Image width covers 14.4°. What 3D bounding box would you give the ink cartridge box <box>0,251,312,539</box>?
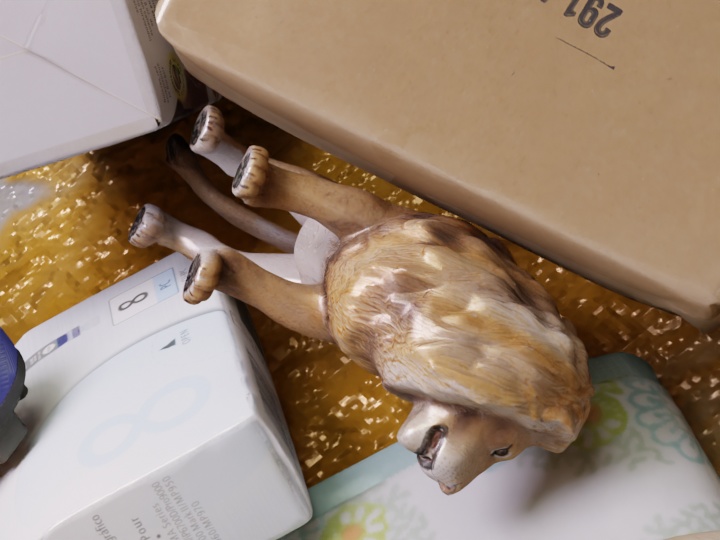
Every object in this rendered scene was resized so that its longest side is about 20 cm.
[{"bbox_3d":[-0.121,0.077,0.950,0.200,0.047,0.160,-27,23,1],"label":"ink cartridge box"}]

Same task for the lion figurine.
[{"bbox_3d":[0.000,0.000,0.919,0.073,0.122,0.200,-65,17,12],"label":"lion figurine"}]

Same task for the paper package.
[{"bbox_3d":[0.062,-0.107,0.891,0.200,0.103,0.191,25,89,2],"label":"paper package"}]

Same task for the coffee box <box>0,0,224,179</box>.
[{"bbox_3d":[-0.100,-0.087,1.024,0.113,0.080,0.200,-16,7,18],"label":"coffee box"}]

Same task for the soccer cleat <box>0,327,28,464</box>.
[{"bbox_3d":[-0.198,0.076,0.943,0.200,0.084,0.065,-42,23,11],"label":"soccer cleat"}]

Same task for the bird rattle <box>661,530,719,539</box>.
[{"bbox_3d":[0.110,0.138,0.749,0.200,0.113,0.163,-24,58,0],"label":"bird rattle"}]

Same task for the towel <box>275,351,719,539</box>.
[{"bbox_3d":[0.031,0.128,0.870,0.200,0.048,0.171,-27,47,2],"label":"towel"}]
